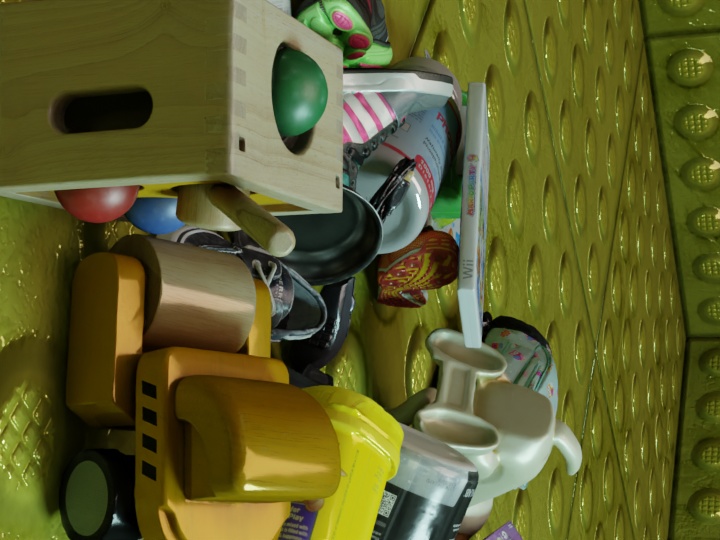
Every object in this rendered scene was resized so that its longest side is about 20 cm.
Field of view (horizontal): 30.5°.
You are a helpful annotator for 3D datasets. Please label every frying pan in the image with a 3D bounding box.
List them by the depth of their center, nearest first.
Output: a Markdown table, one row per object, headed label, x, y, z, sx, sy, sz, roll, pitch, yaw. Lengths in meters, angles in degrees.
| label | x | y | z | sx | sy | sz | roll | pitch | yaw |
| --- | --- | --- | --- | --- | --- | --- | --- | --- | --- |
| frying pan | -0.072 | -0.042 | 0.989 | 0.188 | 0.115 | 0.031 | 19 | 44 | -22 |

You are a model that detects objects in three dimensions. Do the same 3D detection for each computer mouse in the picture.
| label | x | y | z | sx | sy | sz | roll | pitch | yaw |
| --- | --- | --- | --- | --- | --- | --- | --- | --- | --- |
| computer mouse | 0.000 | 0.000 | 1.083 | 0.202 | 0.034 | 0.059 | -62 | 167 | 10 |

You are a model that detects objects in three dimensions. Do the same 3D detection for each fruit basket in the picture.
| label | x | y | z | sx | sy | sz | roll | pitch | yaw |
| --- | --- | --- | --- | --- | --- | --- | --- | --- | --- |
| fruit basket | 0.094 | -0.111 | 1.388 | 0.200 | 0.093 | 0.188 | 34 | 57 | -65 |

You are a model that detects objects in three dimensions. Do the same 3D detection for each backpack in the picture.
| label | x | y | z | sx | sy | sz | roll | pitch | yaw |
| --- | --- | --- | --- | --- | --- | --- | --- | --- | --- |
| backpack | 0.156 | 0.159 | 1.496 | 0.200 | 0.125 | 0.169 | -48 | 136 | -57 |

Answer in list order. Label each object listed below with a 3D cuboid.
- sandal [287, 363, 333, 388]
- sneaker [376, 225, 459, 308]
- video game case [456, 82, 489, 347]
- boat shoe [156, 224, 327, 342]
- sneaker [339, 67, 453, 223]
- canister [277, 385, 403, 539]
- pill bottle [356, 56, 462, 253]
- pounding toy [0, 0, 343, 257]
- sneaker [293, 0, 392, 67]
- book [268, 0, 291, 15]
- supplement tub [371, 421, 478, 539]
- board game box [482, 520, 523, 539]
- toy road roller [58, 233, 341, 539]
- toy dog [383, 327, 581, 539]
| label | x | y | z | sx | sy | sz | roll | pitch | yaw |
| --- | --- | --- | --- | --- | --- | --- | --- | --- | --- |
| sandal | -0.051 | 0.096 | 1.028 | 0.200 | 0.075 | 0.048 | 41 | 25 | -62 |
| sneaker | 0.046 | -0.016 | 1.234 | 0.200 | 0.072 | 0.078 | 140 | -46 | -76 |
| video game case | 0.104 | -0.048 | 1.206 | 0.144 | 0.018 | 0.203 | 74 | 19 | -66 |
| boat shoe | -0.081 | 0.015 | 0.945 | 0.200 | 0.067 | 0.073 | 37 | 54 | -63 |
| sneaker | -0.009 | -0.099 | 1.052 | 0.198 | 0.083 | 0.123 | -7 | 103 | -32 |
| canister | -0.061 | 0.190 | 0.872 | 0.086 | 0.147 | 0.202 | 42 | 50 | -32 |
| pill bottle | 0.031 | -0.112 | 1.197 | 0.201 | 0.107 | 0.110 | -63 | 145 | -50 |
| pounding toy | -0.093 | -0.070 | 0.733 | 0.184 | 0.197 | 0.144 | 12 | 78 | -69 |
| sneaker | -0.021 | -0.218 | 1.130 | 0.200 | 0.076 | 0.085 | -18 | 99 | -82 |
| book | -0.091 | -0.268 | 0.977 | 0.134 | 0.047 | 0.203 | -38 | 125 | -68 |
| supplement tub | 0.001 | 0.219 | 1.013 | 0.202 | 0.121 | 0.122 | -66 | 157 | 0 |
| board game box | 0.069 | 0.300 | 1.235 | 0.033 | 0.120 | 0.199 | 59 | 26 | 10 |
| toy road roller | -0.086 | 0.076 | 0.779 | 0.122 | 0.145 | 0.203 | 11 | 73 | -45 |
| toy dog | 0.099 | 0.180 | 1.281 | 0.141 | 0.191 | 0.201 | -90 | -163 | -44 |
